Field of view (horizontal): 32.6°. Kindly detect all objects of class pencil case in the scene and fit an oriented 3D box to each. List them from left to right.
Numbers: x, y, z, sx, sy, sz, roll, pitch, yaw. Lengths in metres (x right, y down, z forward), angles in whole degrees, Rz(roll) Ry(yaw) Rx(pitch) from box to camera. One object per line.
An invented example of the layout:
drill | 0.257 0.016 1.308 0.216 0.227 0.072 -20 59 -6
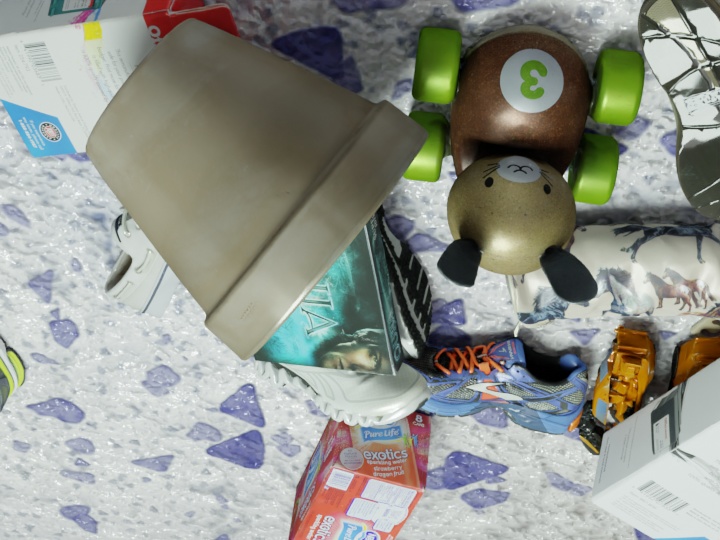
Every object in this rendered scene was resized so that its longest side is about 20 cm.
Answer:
pencil case | 0.221 0.006 1.021 0.199 0.078 0.090 -1 114 10

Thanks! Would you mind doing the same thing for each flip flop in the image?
flip flop | 0.258 -0.125 0.901 0.081 0.058 0.200 -15 118 29

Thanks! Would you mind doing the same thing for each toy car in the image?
toy car | 0.111 -0.061 0.879 0.164 0.200 0.158 7 137 1

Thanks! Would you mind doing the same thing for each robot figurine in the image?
robot figurine | 0.277 0.133 1.165 0.145 0.058 0.200 5 137 7

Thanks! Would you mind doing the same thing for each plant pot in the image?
plant pot | -0.082 -0.069 0.828 0.173 0.200 0.200 38 132 -5

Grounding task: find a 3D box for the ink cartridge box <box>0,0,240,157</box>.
ink cartridge box | -0.171 -0.157 0.918 0.200 0.067 0.116 -5 136 14

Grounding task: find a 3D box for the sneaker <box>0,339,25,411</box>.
sneaker | -0.396 0.078 1.194 0.074 0.081 0.200 -11 134 19

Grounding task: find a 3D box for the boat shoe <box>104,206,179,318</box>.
boat shoe | -0.179 -0.032 1.057 0.070 0.071 0.200 17 143 -14

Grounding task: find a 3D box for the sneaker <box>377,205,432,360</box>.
sneaker | 0.000 0.000 1.065 0.080 0.074 0.200 -12 125 26

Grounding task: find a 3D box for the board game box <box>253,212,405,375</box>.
board game box | -0.043 -0.004 1.006 0.135 0.028 0.200 4 126 23

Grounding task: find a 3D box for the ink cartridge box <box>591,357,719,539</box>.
ink cartridge box | 0.322 0.166 1.070 0.144 0.084 0.200 31 138 -12

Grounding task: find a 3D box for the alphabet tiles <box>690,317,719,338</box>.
alphabet tiles | 0.390 0.019 1.064 0.166 0.006 0.200 24 135 -17

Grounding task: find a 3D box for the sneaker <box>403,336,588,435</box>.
sneaker | 0.122 0.092 1.147 0.200 0.075 0.079 9 129 -13

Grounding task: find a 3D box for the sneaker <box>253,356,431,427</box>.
sneaker | -0.026 0.078 1.102 0.200 0.075 0.081 18 131 36

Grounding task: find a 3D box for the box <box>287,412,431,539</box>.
box | -0.005 0.229 1.283 0.099 0.096 0.200 16 137 -7
